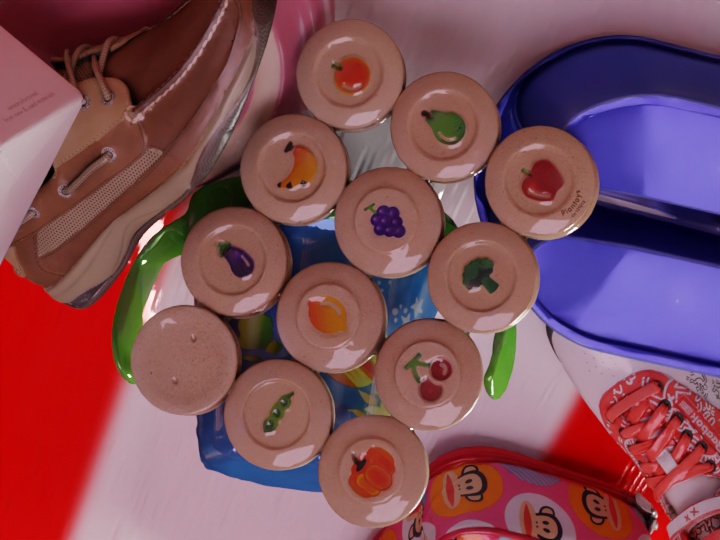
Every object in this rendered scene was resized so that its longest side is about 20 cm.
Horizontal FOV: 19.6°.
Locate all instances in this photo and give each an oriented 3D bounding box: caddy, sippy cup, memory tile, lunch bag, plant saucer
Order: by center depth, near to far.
[{"bbox_3d":[0.000,0.000,0.936,0.153,0.017,0.201,31,91,8],"label":"memory tile"},{"bbox_3d":[-0.110,-0.105,0.958,0.199,0.051,0.202,-1,133,-1],"label":"plant saucer"},{"bbox_3d":[-0.024,0.036,1.005,0.139,0.131,0.177,17,161,-36],"label":"sippy cup"},{"bbox_3d":[0.154,-0.032,1.007,0.198,0.105,0.142,13,111,-8],"label":"caddy"},{"bbox_3d":[0.087,0.202,1.233,0.175,0.082,0.201,17,129,-19],"label":"lunch bag"}]

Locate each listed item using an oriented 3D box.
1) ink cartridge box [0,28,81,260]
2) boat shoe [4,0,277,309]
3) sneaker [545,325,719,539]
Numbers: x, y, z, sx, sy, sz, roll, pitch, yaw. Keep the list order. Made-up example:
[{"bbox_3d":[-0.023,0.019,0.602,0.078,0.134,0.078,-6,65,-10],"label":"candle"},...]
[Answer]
[{"bbox_3d":[-0.229,-0.084,0.885,0.200,0.068,0.115,39,125,7],"label":"ink cartridge box"},{"bbox_3d":[-0.108,-0.062,0.915,0.073,0.076,0.200,27,126,-19],"label":"boat shoe"},{"bbox_3d":[0.176,0.101,1.113,0.067,0.108,0.201,-33,118,23],"label":"sneaker"}]
